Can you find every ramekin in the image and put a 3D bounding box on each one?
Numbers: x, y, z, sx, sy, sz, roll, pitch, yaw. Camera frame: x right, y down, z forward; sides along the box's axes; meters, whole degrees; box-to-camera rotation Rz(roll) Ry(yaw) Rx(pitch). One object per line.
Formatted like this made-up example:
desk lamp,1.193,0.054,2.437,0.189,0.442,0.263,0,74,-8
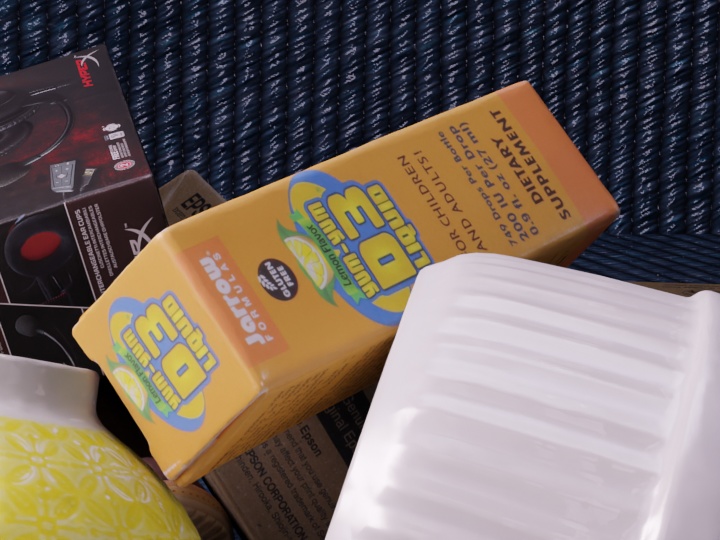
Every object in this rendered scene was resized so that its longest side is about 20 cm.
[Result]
ramekin,0.042,0.090,0.760,0.104,0.201,0.200,18,7,2

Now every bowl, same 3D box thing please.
bowl,-0.133,0.079,0.813,0.199,0.109,0.200,10,-3,1

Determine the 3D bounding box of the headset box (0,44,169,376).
headset box,-0.173,-0.002,0.954,0.199,0.075,0.149,-18,26,-4

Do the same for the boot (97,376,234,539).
boot,-0.118,0.067,1.006,0.072,0.167,0.200,-27,-17,-12

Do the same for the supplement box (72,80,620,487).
supplement box,0.000,0.000,0.858,0.199,0.067,0.069,-27,-12,-44

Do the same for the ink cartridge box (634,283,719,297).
ink cartridge box,0.171,0.092,0.943,0.198,0.166,0.075,1,10,4

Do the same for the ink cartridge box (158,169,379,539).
ink cartridge box,-0.030,0.067,1.005,0.075,0.165,0.200,-35,27,-7
